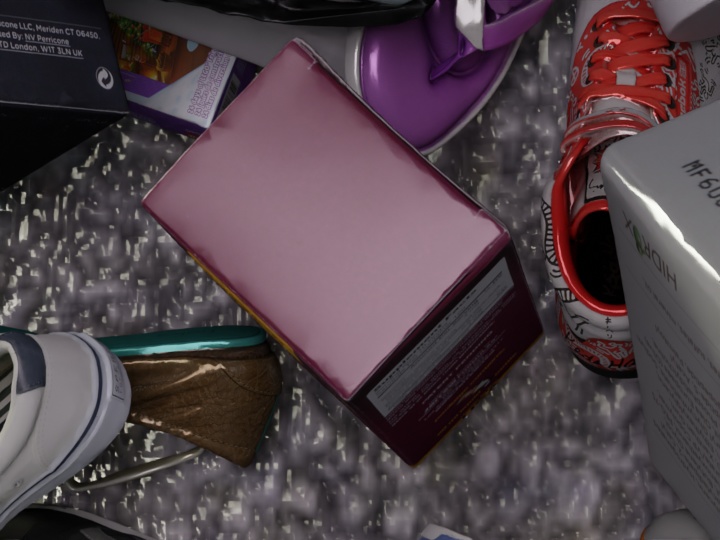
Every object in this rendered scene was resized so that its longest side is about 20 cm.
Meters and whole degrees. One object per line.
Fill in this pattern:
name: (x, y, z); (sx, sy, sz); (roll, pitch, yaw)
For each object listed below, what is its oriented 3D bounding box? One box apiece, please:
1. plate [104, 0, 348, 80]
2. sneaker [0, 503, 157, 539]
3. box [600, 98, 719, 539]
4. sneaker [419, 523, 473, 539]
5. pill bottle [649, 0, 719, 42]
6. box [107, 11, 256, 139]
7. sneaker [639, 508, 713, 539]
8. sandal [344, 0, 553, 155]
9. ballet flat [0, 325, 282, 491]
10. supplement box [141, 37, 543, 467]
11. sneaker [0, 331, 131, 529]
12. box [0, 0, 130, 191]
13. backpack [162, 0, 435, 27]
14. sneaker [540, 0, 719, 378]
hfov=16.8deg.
plate: (-0.017, -0.184, 1.042); (0.199, 0.032, 0.200); (20, 83, -12)
sneaker: (-0.109, 0.132, 0.997); (0.199, 0.088, 0.076); (5, 79, 10)
box: (0.223, 0.033, 0.875); (0.198, 0.172, 0.200); (-23, 42, -10)
sneaker: (0.093, 0.192, 0.967); (0.199, 0.081, 0.115); (23, 86, 19)
pill bottle: (0.128, -0.201, 0.980); (0.119, 0.120, 0.201); (-21, 82, 3)
box: (-0.089, -0.170, 1.085); (0.136, 0.039, 0.201); (20, 82, 11)
sneaker: (0.213, 0.111, 0.973); (0.199, 0.076, 0.092); (7, 55, 16)
sandal: (0.061, -0.137, 1.018); (0.082, 0.050, 0.203); (42, 70, -26)
ballet flat: (-0.132, 0.057, 1.038); (0.199, 0.068, 0.073); (2, 97, 5)
supplement box: (0.000, 0.000, 0.951); (0.110, 0.200, 0.086); (43, 87, 14)
sneaker: (-0.183, 0.089, 0.980); (0.200, 0.071, 0.073); (-44, 54, 16)
box: (-0.216, -0.122, 1.009); (0.200, 0.123, 0.199); (-26, 73, 39)
backpack: (-0.035, -0.180, 0.934); (0.199, 0.127, 0.167); (19, 61, -4)
sneaker: (0.114, -0.062, 0.996); (0.067, 0.108, 0.202); (5, 78, 9)
